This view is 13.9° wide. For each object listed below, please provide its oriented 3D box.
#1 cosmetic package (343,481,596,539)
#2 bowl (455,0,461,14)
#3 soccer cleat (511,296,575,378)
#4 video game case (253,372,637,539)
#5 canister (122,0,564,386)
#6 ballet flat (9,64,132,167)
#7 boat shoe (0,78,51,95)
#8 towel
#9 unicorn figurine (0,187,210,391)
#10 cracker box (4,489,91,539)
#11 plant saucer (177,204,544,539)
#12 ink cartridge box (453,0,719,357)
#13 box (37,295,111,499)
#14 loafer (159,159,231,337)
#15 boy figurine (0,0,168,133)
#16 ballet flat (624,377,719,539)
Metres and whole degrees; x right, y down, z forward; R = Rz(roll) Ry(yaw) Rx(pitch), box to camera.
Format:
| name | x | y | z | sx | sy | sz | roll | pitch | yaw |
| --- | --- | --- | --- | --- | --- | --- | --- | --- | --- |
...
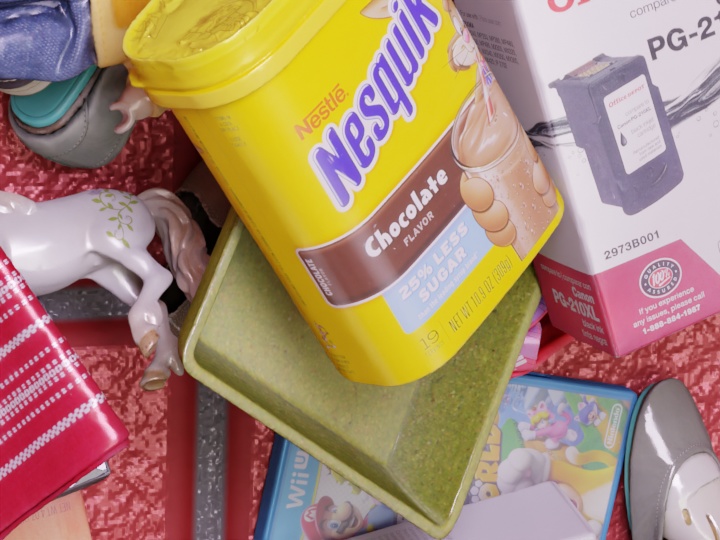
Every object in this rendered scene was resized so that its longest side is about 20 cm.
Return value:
| name | x | y | z | sx | sy | sz | roll | pitch | yaw |
| --- | --- | --- | --- | --- | --- | --- | --- | --- | --- |
| cosmetic package | 0.029 | 0.192 | 1.556 | 0.199 | 0.074 | 0.102 | -15 | 115 | -12 |
| bowl | 0.119 | -0.183 | 1.512 | 0.200 | 0.094 | 0.202 | -4 | 103 | -20 |
| soccer cleat | 0.050 | 0.033 | 1.525 | 0.199 | 0.073 | 0.068 | -23 | 141 | -25 |
| video game case | 0.045 | 0.120 | 1.593 | 0.199 | 0.018 | 0.144 | 9 | 99 | -22 |
| canister | -0.001 | -0.066 | 1.340 | 0.149 | 0.086 | 0.200 | -50 | 125 | -28 |
| ballet flat | -0.102 | -0.141 | 1.458 | 0.064 | 0.067 | 0.201 | 32 | 90 | -51 |
| boat shoe | -0.169 | -0.185 | 1.404 | 0.065 | 0.072 | 0.201 | 2 | 95 | -62 |
| towel | -0.210 | 0.036 | 1.358 | 0.144 | 0.022 | 0.200 | -35 | 92 | 26 |
| unicorn figurine | -0.160 | -0.007 | 1.401 | 0.199 | 0.074 | 0.138 | 3 | 59 | -40 |
| cracker box | -0.192 | 0.212 | 1.505 | 0.133 | 0.058 | 0.201 | -15 | 107 | -15 |
| plant saucer | 0.000 | 0.000 | 1.435 | 0.199 | 0.048 | 0.201 | 36 | 68 | -38 |
| ink cartridge box | 0.144 | -0.082 | 1.447 | 0.144 | 0.084 | 0.201 | -23 | 109 | -15 |
| box | -0.241 | 0.065 | 1.429 | 0.199 | 0.048 | 0.159 | -22 | 87 | -15 |
| loafer | -0.053 | -0.041 | 1.490 | 0.067 | 0.076 | 0.201 | 14 | 97 | -29 |
| boy figurine | -0.103 | -0.127 | 1.377 | 0.199 | 0.064 | 0.125 | -9 | 106 | -18 |
| ballet flat | 0.182 | 0.160 | 1.624 | 0.067 | 0.063 | 0.201 | -11 | 109 | -45 |
